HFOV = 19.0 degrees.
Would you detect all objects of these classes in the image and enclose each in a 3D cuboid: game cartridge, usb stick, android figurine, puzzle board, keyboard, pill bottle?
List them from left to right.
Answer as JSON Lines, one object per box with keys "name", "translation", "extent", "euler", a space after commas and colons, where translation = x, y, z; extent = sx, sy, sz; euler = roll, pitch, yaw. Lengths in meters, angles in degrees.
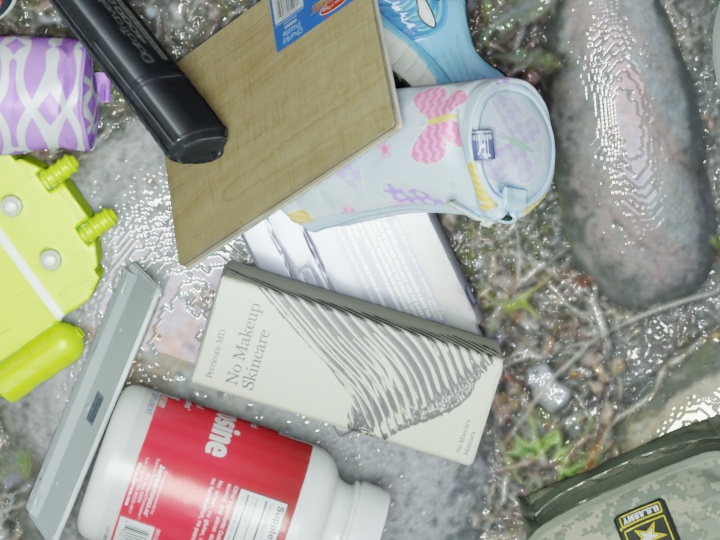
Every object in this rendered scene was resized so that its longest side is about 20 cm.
{"name": "android figurine", "translation": [-0.262, -0.002, 1.490], "extent": [0.200, 0.041, 0.182], "euler": [-33, 98, 7]}
{"name": "keyboard", "translation": [-0.187, 0.094, 1.499], "extent": [0.011, 0.056, 0.201], "euler": [16, 101, -36]}
{"name": "usb stick", "translation": [-0.158, -0.149, 1.420], "extent": [0.200, 0.055, 0.033], "euler": [52, 125, 19]}
{"name": "pill bottle", "translation": [-0.086, 0.160, 1.480], "extent": [0.199, 0.112, 0.113], "euler": [19, 99, -3]}
{"name": "puzzle board", "translation": [-0.056, -0.108, 1.397], "extent": [0.200, 0.017, 0.151], "euler": [-31, 55, 33]}
{"name": "game cartridge", "translation": [0.000, 0.000, 1.493], "extent": [0.129, 0.038, 0.201], "euler": [-25, 99, 0]}

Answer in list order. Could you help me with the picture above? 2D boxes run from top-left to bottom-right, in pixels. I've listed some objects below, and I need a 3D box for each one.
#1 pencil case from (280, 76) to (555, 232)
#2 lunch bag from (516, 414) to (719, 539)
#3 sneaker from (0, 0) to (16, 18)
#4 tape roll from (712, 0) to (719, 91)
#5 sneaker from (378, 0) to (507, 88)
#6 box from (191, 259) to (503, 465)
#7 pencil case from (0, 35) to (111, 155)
{"name": "pencil case", "translation": [0.030, -0.072, 1.372], "extent": [0.199, 0.083, 0.091], "euler": [-1, 98, 44]}
{"name": "lunch bag", "translation": [0.199, 0.191, 1.440], "extent": [0.164, 0.200, 0.118], "euler": [-24, 99, 5]}
{"name": "sneaker", "translation": [-0.303, -0.248, 1.424], "extent": [0.075, 0.085, 0.200], "euler": [-42, 97, 7]}
{"name": "tape roll", "translation": [0.342, -0.152, 1.447], "extent": [0.201, 0.071, 0.203], "euler": [0, 99, 0]}
{"name": "sneaker", "translation": [0.025, -0.173, 1.453], "extent": [0.090, 0.078, 0.200], "euler": [-36, 90, -25]}
{"name": "box", "translation": [-0.008, 0.062, 1.453], "extent": [0.199, 0.068, 0.083], "euler": [15, 100, -3]}
{"name": "pencil case", "translation": [-0.273, -0.119, 1.446], "extent": [0.199, 0.086, 0.084], "euler": [3, 93, 1]}
